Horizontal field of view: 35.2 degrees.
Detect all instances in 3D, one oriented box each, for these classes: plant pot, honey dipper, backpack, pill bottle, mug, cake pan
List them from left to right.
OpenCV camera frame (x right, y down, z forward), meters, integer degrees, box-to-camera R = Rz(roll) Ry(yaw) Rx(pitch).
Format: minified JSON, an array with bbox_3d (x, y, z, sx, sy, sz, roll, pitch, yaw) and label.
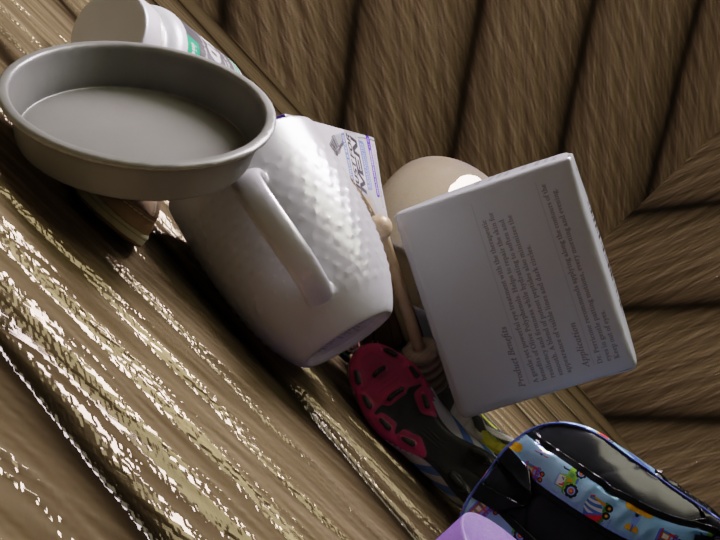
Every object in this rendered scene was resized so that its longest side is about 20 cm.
[{"bbox_3d":[-0.163,-0.111,0.833,0.198,0.037,0.201,9,32,-6],"label":"cake pan"},{"bbox_3d":[-0.217,-0.217,1.232,0.113,0.113,0.200,50,9,24],"label":"pill bottle"},{"bbox_3d":[-0.058,-0.020,0.930,0.176,0.147,0.200,58,-2,12],"label":"mug"},{"bbox_3d":[0.043,0.031,1.044,0.038,0.038,0.201,-123,-167,-54],"label":"honey dipper"},{"bbox_3d":[0.075,-0.016,1.344,0.200,0.200,0.134,47,43,3],"label":"plant pot"},{"bbox_3d":[0.183,0.230,0.929,0.199,0.183,0.135,36,-3,14],"label":"backpack"}]

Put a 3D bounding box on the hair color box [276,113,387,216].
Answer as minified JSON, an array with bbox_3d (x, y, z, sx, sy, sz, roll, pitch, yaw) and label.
[{"bbox_3d":[-0.043,-0.086,1.140,0.200,0.064,0.110,0,79,-63],"label":"hair color box"}]

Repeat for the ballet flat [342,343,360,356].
[{"bbox_3d":[-0.050,0.000,1.210,0.200,0.064,0.076,51,8,24],"label":"ballet flat"}]

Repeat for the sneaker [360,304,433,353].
[{"bbox_3d":[0.048,0.079,1.228,0.199,0.076,0.114,28,-5,-37],"label":"sneaker"}]

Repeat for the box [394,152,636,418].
[{"bbox_3d":[0.152,0.007,1.092,0.200,0.170,0.201,-33,104,-78],"label":"box"}]

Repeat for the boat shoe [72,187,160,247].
[{"bbox_3d":[-0.187,-0.087,0.904,0.074,0.066,0.200,41,9,-32],"label":"boat shoe"}]

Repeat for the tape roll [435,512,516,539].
[{"bbox_3d":[0.114,0.261,0.763,0.200,0.066,0.200,46,7,-7],"label":"tape roll"}]

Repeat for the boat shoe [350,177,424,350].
[{"bbox_3d":[0.000,0.000,1.074,0.072,0.067,0.201,-108,176,-59],"label":"boat shoe"}]

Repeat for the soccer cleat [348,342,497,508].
[{"bbox_3d":[0.060,0.155,1.058,0.200,0.070,0.086,46,-14,14],"label":"soccer cleat"}]

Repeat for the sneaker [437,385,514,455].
[{"bbox_3d":[0.093,0.163,1.186,0.200,0.075,0.085,46,-7,-34],"label":"sneaker"}]
